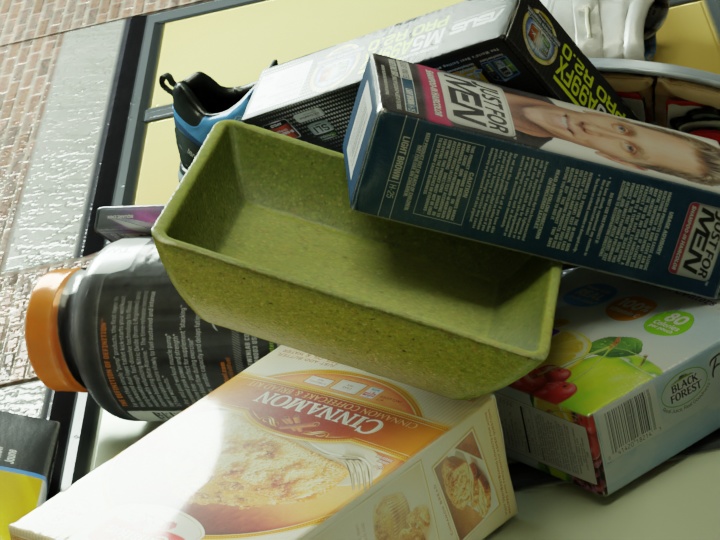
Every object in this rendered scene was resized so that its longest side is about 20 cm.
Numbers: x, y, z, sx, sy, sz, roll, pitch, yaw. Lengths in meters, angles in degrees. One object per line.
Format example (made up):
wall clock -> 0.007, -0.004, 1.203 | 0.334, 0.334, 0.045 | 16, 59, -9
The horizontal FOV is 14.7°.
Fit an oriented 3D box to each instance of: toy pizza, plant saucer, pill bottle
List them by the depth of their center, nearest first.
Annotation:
plant saucer -> 0.000, 0.000, 1.417 | 0.199, 0.048, 0.200 | 17, 21, 1
pill bottle -> -0.088, 0.032, 1.563 | 0.199, 0.107, 0.106 | -1, 26, 26
toy pizza -> 0.173, -0.074, 1.621 | 0.199, 0.032, 0.200 | 10, -14, 3

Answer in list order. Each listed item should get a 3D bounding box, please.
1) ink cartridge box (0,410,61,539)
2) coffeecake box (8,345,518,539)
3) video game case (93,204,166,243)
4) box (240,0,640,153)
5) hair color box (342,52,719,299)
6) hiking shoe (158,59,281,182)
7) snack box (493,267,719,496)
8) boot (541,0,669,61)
ink cartridge box -> -0.266, 0.120, 1.459 | 0.199, 0.047, 0.198 | 12, 25, -5
coffeecake box -> -0.046, 0.123, 1.377 | 0.153, 0.073, 0.200 | 12, 35, 43
video game case -> -0.034, -0.009, 1.615 | 0.199, 0.143, 0.019 | -1, 70, 27
box -> 0.056, -0.071, 1.586 | 0.199, 0.160, 0.044 | -14, 41, 39
hair color box -> 0.095, -0.051, 1.463 | 0.199, 0.061, 0.100 | 14, 21, -9
hiking shoe -> -0.038, -0.096, 1.844 | 0.199, 0.087, 0.074 | -5, 25, 19
snack box -> 0.154, 0.038, 1.479 | 0.199, 0.053, 0.142 | -27, 27, -28
boot -> 0.170, -0.182, 1.957 | 0.095, 0.074, 0.200 | -2, 34, 12
